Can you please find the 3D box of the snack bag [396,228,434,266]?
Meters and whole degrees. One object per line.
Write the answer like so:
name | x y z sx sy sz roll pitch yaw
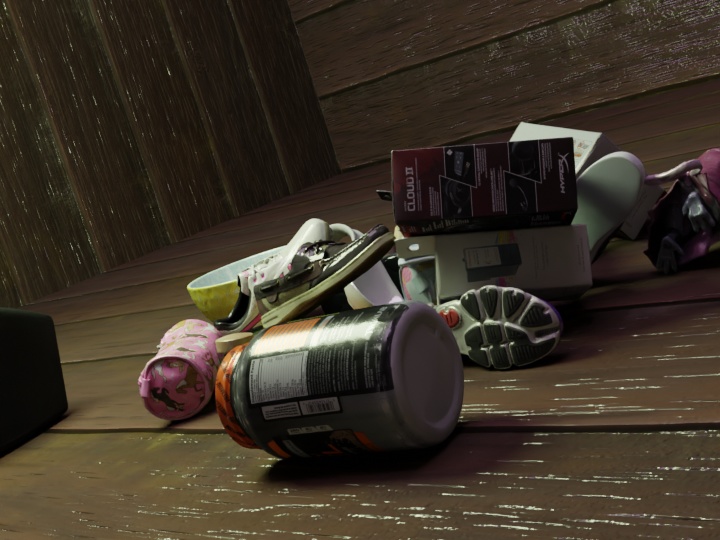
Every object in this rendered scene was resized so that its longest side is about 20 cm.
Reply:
snack bag | 0.137 -0.059 1.325 0.187 0.022 0.200 -13 18 7

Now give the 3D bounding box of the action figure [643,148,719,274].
action figure | 0.376 -0.089 1.212 0.133 0.149 0.200 -15 24 44

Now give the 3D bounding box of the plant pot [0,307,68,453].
plant pot | -0.509 0.146 1.439 0.199 0.202 0.177 -10 -1 41

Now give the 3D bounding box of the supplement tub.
supplement tub | -0.021 0.099 0.931 0.199 0.123 0.122 -11 11 35

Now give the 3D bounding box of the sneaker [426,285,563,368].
sneaker | 0.131 0.049 1.080 0.083 0.081 0.199 -15 6 -35

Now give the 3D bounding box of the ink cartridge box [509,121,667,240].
ink cartridge box | 0.304 -0.112 1.456 0.084 0.175 0.200 -56 24 -3

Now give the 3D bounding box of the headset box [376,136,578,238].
headset box | 0.117 -0.078 1.110 0.198 0.078 0.149 -3 -7 8

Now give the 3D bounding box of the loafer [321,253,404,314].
loafer | 0.043 0.012 1.471 0.199 0.073 0.072 -14 6 20

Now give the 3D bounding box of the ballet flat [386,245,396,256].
ballet flat | 0.016 -0.019 1.593 0.068 0.068 0.200 0 -9 -18

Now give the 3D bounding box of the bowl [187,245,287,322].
bowl | -0.135 0.040 1.525 0.199 0.108 0.200 -18 10 3

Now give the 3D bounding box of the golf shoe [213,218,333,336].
golf shoe | -0.108 0.015 1.383 0.201 0.092 0.073 -59 29 -2

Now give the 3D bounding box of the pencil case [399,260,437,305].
pencil case | 0.146 -0.004 1.322 0.199 0.084 0.091 -22 -3 -19

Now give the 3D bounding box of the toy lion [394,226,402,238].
toy lion | 0.164 -0.072 1.548 0.198 0.069 0.192 12 14 12

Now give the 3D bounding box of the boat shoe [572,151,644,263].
boat shoe | 0.260 -0.061 1.203 0.057 0.068 0.201 -40 -18 -43

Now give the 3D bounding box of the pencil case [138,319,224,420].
pencil case | -0.214 0.118 1.314 0.086 0.083 0.200 -33 9 4

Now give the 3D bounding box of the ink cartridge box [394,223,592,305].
ink cartridge box | 0.138 0.000 1.147 0.198 0.068 0.117 -4 -9 4

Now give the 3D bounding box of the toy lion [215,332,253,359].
toy lion | -0.058 0.090 1.272 0.191 0.069 0.199 -16 6 -37

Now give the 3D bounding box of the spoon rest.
spoon rest | 0.000 0.000 1.392 0.099 0.061 0.200 21 21 -41

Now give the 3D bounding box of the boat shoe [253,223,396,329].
boat shoe | -0.048 -0.001 1.170 0.200 0.065 0.073 -35 -6 30
